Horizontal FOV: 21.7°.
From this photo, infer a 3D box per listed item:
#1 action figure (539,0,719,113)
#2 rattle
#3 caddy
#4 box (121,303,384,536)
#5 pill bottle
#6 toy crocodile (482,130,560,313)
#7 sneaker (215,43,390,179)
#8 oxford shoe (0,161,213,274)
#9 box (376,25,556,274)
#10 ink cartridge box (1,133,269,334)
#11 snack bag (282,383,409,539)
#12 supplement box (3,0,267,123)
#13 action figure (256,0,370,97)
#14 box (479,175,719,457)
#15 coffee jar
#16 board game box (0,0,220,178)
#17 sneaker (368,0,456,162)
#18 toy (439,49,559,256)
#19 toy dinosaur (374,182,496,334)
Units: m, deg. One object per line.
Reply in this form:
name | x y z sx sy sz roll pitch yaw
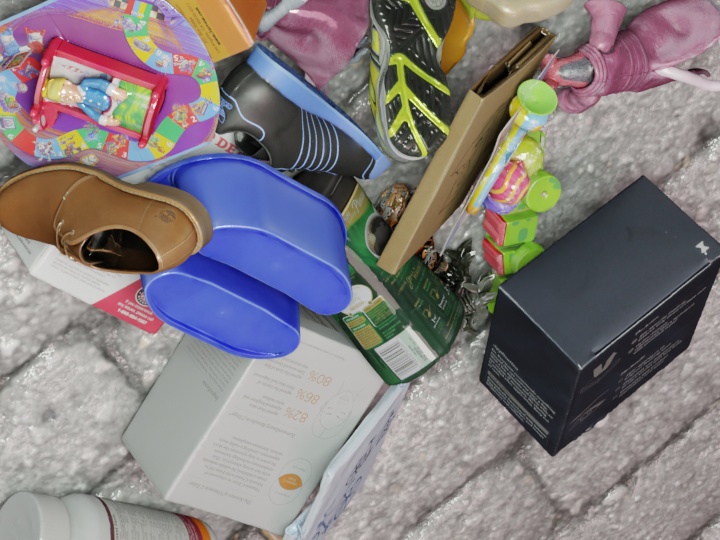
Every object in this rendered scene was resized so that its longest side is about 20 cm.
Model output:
action figure | 0.240 -0.184 1.720 0.199 0.149 0.134 -20 136 -37
rattle | 0.152 -0.260 1.669 0.200 0.130 0.143 -42 146 -34
caddy | -0.098 -0.017 1.539 0.141 0.105 0.200 -39 133 27
box | -0.096 0.122 1.735 0.152 0.106 0.200 24 104 -40
pill bottle | -0.236 0.267 1.740 0.199 0.110 0.110 18 108 -38
toy crocodile | 0.145 -0.051 1.799 0.061 0.068 0.201 -11 124 -25
sneaker | -0.053 -0.112 1.545 0.078 0.070 0.200 -47 140 6
oxford shoe | -0.214 -0.036 1.446 0.071 0.199 0.072 -47 133 -43
box | 0.091 -0.104 1.626 0.163 0.021 0.200 -45 167 -52
ink cartridge box | -0.181 -0.066 1.578 0.147 0.086 0.200 32 98 -40
snack bag | -0.020 0.198 1.787 0.189 0.021 0.200 -48 166 -45
supplement box | -0.175 -0.181 1.454 0.199 0.067 0.069 -20 123 23
action figure | -0.090 -0.229 1.539 0.199 0.134 0.149 0 146 -32
box | 0.230 0.046 1.816 0.196 0.117 0.200 -36 158 -21
coffee jar | 0.000 0.000 1.678 0.085 0.104 0.200 -31 108 32
board game box | -0.207 -0.130 1.431 0.199 0.039 0.158 -18 120 24
sneaker | 0.033 -0.188 1.557 0.075 0.076 0.201 8 79 -18
toy | 0.134 -0.093 1.657 0.115 0.047 0.200 -55 171 -32
toy dinosaur | 0.046 0.012 1.783 0.135 0.102 0.200 0 138 -15
